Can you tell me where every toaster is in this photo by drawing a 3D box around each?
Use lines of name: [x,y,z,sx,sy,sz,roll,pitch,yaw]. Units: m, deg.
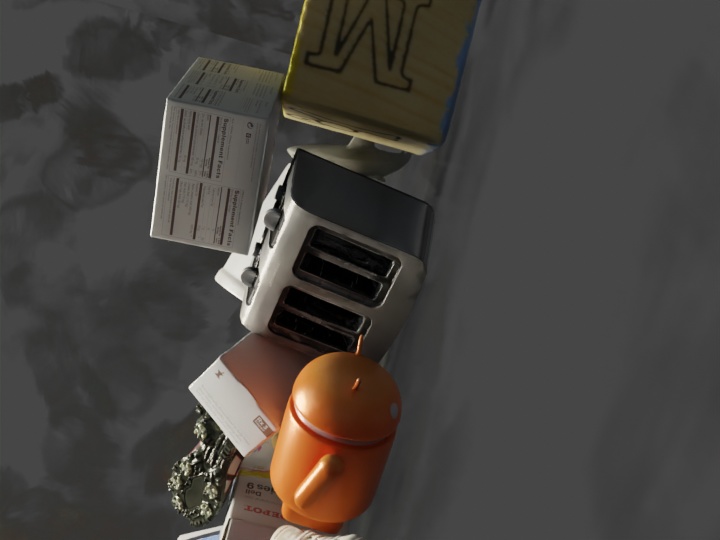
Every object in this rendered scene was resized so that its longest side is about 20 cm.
toaster: [-0.021,-0.004,1.027,0.119,0.198,0.182,-79,14,-53]

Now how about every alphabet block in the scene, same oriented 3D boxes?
alphabet block: [0.020,-0.265,1.162,0.195,0.197,0.199,-155,79,-85]

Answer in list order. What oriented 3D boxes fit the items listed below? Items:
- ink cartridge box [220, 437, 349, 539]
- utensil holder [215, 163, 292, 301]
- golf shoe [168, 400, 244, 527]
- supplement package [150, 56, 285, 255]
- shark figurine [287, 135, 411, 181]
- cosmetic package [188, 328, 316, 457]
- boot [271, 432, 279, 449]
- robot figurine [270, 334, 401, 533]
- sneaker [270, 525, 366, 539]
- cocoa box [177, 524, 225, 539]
ink cartridge box: [-0.088,0.283,1.163,0.201,0.143,0.089,-84,10,-62]
utensil holder: [-0.090,-0.030,1.379,0.202,0.169,0.170,-59,5,-1]
golf shoe: [-0.161,0.219,1.113,0.088,0.077,0.202,-25,-34,-54]
supplement package: [-0.157,-0.135,1.074,0.201,0.109,0.158,-87,8,-66]
shark figurine: [0.019,-0.173,1.339,0.128,0.212,0.091,43,133,45]
cosmetic package: [-0.092,0.110,1.068,0.074,0.102,0.200,-41,-3,35]
boot: [-0.016,0.151,1.157,0.200,0.071,0.144,-31,8,43]
robot figurine: [-0.024,0.169,0.951,0.143,0.116,0.202,-13,-51,-45]
sneaker: [-0.056,0.290,0.945,0.072,0.085,0.200,-29,-14,-37]
cocoa box: [-0.167,0.454,1.270,0.131,0.131,0.203,172,86,-83]
